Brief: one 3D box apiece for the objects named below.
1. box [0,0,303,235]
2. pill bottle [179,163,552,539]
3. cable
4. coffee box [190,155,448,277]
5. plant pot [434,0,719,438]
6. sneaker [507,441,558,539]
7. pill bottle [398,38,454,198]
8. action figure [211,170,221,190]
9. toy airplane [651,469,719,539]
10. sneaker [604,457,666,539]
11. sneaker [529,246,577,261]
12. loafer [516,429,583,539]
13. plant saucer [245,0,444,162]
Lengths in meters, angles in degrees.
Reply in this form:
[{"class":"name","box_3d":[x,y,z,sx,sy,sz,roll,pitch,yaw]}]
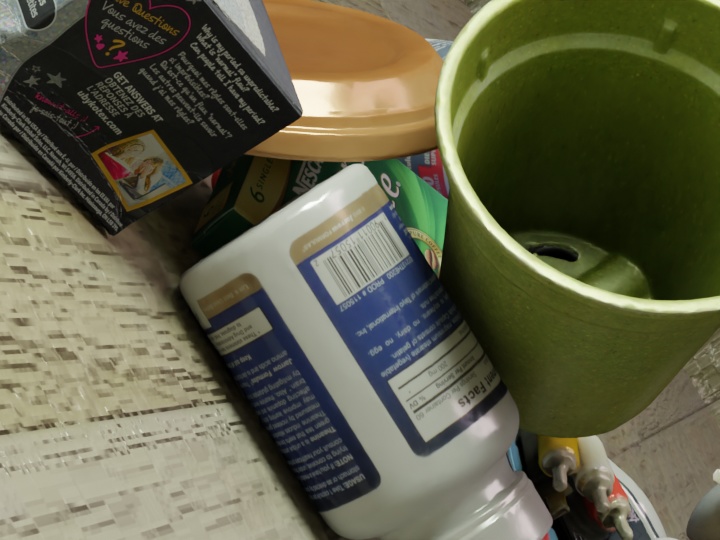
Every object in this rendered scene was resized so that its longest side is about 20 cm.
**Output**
[{"class":"box","box_3d":[-0.123,-0.144,1.098,0.132,0.114,0.201,49,14,-43]},{"class":"pill bottle","box_3d":[0.008,0.059,1.139,0.201,0.111,0.111,58,10,-3]},{"class":"cable","box_3d":[0.121,0.080,1.387,0.097,0.050,0.201,42,27,-38]},{"class":"coffee box","box_3d":[0.009,-0.003,1.265,0.200,0.044,0.123,38,41,-16]},{"class":"plant pot","box_3d":[0.117,-0.015,1.172,0.185,0.199,0.201,108,-38,-55]},{"class":"sneaker","box_3d":[0.051,0.108,1.292,0.201,0.079,0.095,61,13,17]},{"class":"pill bottle","box_3d":[0.037,-0.085,1.470,0.199,0.120,0.120,11,-32,49]},{"class":"action figure","box_3d":[0.000,0.000,1.339,0.199,0.065,0.099,24,46,-25]},{"class":"toy airplane","box_3d":[0.195,0.209,1.379,0.141,0.199,0.200,50,7,-26]},{"class":"sneaker","box_3d":[0.119,0.140,1.502,0.200,0.078,0.079,55,44,-4]},{"class":"sneaker","box_3d":[0.122,-0.007,1.566,0.098,0.070,0.201,83,-6,-46]},{"class":"loafer","box_3d":[0.081,0.123,1.384,0.201,0.068,0.070,59,-16,-16]},{"class":"plant saucer","box_3d":[-0.041,-0.105,1.206,0.200,0.199,0.038,-92,-170,-69]}]
